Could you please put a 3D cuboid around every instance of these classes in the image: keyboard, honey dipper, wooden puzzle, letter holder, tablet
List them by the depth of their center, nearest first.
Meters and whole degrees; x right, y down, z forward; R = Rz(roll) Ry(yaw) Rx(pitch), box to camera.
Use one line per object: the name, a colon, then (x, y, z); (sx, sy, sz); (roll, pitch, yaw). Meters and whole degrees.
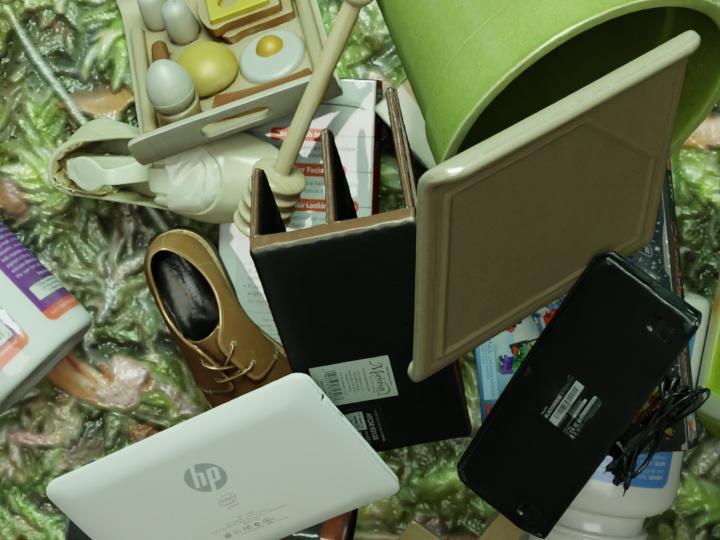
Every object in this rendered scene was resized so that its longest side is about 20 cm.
wooden puzzle: (0.102, -0.037, 0.909); (0.185, 0.200, 0.037); (-29, 60, -22)
keyboard: (0.146, 0.086, 0.999); (0.104, 0.040, 0.200); (40, 123, 15)
honey dipper: (-0.033, -0.105, 1.013); (0.038, 0.038, 0.200); (26, 123, 2)
letter holder: (0.000, 0.000, 1.034); (0.101, 0.142, 0.200); (-11, 134, 5)
tablet: (-0.089, 0.142, 1.041); (0.200, 0.014, 0.130); (-25, 128, 17)

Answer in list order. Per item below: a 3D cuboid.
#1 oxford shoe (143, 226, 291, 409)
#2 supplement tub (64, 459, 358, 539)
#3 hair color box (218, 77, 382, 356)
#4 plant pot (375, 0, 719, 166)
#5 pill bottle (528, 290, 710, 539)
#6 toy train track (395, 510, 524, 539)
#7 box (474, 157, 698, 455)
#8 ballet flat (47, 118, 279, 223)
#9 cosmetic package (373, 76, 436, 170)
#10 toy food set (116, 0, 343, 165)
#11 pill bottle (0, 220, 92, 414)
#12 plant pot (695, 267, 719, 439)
oxford shoe: (-0.091, 0.063, 1.101); (0.071, 0.071, 0.200); (-35, 94, 7)
supplement tub: (-0.108, 0.192, 1.154); (0.200, 0.107, 0.107); (13, 96, 4)
hair color box: (-0.043, -0.040, 1.152); (0.111, 0.064, 0.200); (3, 97, 6)
plant pot: (0.093, -0.156, 0.973); (0.200, 0.200, 0.190); (-33, 61, 7)
pill bottle: (0.174, 0.107, 1.119); (0.112, 0.112, 0.200); (10, 94, 4)
toy train track: (0.052, 0.252, 1.185); (0.115, 0.033, 0.200); (37, 102, -6)
box: (0.142, 0.022, 1.050); (0.137, 0.038, 0.200); (-7, 87, 23)
ballet flat: (-0.141, -0.067, 1.115); (0.200, 0.069, 0.070); (8, 96, 36)
cosmetic package: (0.108, -0.152, 1.109); (0.200, 0.105, 0.071); (-42, 88, 5)
toy food set: (-0.100, -0.167, 1.099); (0.143, 0.200, 0.060); (-19, 137, 5)
pill bottle: (-0.300, 0.003, 1.153); (0.111, 0.111, 0.200); (-44, 90, 7)
plant pot: (0.336, 0.049, 1.038); (0.181, 0.199, 0.200); (10, 94, -11)
